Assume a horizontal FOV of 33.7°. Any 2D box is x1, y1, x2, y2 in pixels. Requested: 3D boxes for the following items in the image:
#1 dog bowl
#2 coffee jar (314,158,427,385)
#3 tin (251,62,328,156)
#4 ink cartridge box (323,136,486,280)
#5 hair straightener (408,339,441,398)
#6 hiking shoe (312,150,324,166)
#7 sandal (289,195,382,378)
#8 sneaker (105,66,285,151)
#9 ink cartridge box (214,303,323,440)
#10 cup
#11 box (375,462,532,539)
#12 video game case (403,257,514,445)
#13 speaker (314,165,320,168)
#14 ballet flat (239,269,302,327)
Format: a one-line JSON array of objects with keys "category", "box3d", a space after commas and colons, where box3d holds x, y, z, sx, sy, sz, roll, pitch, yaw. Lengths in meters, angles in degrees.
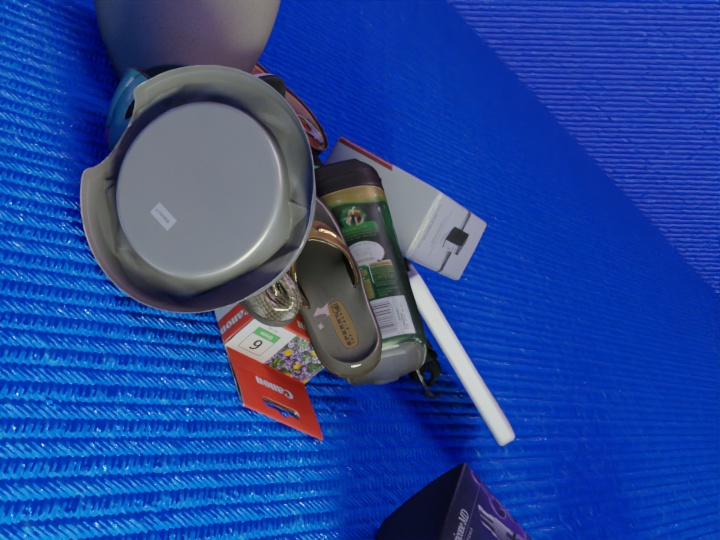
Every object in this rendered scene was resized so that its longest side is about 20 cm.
[{"category": "dog bowl", "box3d": [-0.126, -0.062, 0.968, 0.201, 0.199, 0.059, 55, 5, 14]}, {"category": "coffee jar", "box3d": [0.000, 0.000, 1.129, 0.105, 0.084, 0.202, 87, -11, -66]}, {"category": "tin", "box3d": [-0.119, -0.205, 1.440, 0.199, 0.042, 0.113, 38, 28, -31]}, {"category": "ink cartridge box", "box3d": [0.048, -0.068, 1.382, 0.143, 0.084, 0.200, 31, 3, 21]}, {"category": "hair straightener", "box3d": [0.036, 0.069, 1.243, 0.201, 0.040, 0.077, 63, 27, -31]}, {"category": "hiking shoe", "box3d": [-0.111, -0.138, 1.313, 0.101, 0.076, 0.200, 51, 9, 27]}, {"category": "sandal", "box3d": [-0.042, -0.001, 1.039, 0.055, 0.081, 0.202, 91, -25, -70]}, {"category": "sneaker", "box3d": [-0.167, -0.149, 1.114, 0.120, 0.084, 0.200, 25, 36, 22]}, {"category": "ink cartridge box", "box3d": [-0.078, 0.047, 1.073, 0.109, 0.050, 0.201, 31, 28, -43]}, {"category": "cup", "box3d": [-0.180, -0.241, 1.199, 0.199, 0.199, 0.145, 29, 54, -45]}, {"category": "box", "box3d": [0.099, 0.284, 0.959, 0.200, 0.104, 0.148, 49, 21, -5]}, {"category": "video game case", "box3d": [0.099, 0.083, 1.301, 0.201, 0.023, 0.182, 59, 2, -6]}, {"category": "speaker", "box3d": [-0.085, -0.072, 1.214, 0.089, 0.088, 0.199, 56, 21, 16]}, {"category": "ballet flat", "box3d": [-0.127, -0.026, 1.022, 0.199, 0.047, 0.067, 38, 45, 20]}]
